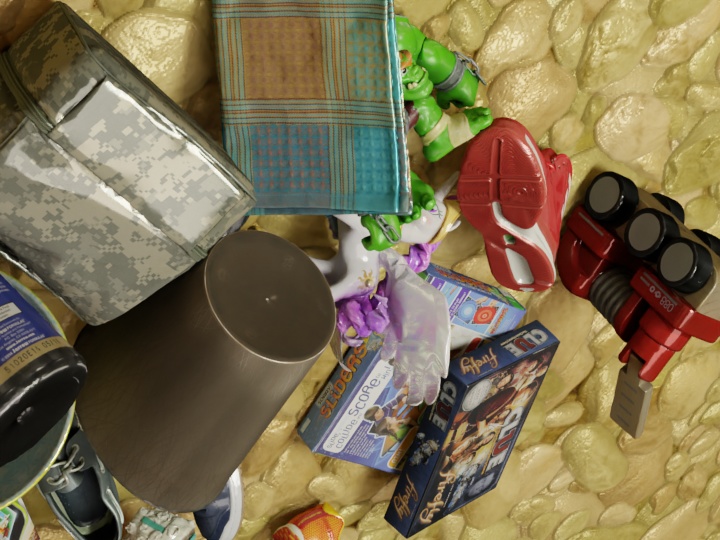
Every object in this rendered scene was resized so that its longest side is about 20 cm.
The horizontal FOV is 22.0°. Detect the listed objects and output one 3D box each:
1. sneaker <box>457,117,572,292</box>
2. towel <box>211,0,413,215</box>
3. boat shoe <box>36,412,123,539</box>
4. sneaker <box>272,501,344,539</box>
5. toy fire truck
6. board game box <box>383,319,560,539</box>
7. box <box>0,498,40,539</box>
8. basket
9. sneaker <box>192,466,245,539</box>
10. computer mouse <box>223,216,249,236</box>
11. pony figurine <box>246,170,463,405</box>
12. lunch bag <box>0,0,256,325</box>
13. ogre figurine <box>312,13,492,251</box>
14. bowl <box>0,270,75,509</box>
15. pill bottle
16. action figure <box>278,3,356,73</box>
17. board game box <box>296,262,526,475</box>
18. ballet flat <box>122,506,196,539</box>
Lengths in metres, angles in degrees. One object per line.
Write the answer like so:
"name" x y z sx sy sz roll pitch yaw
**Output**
"sneaker" 0.134 -0.083 1.582 0.078 0.116 0.200 5 142 13
"towel" -0.039 -0.136 1.377 0.147 0.022 0.200 1 107 17
"boat shoe" -0.241 0.159 1.544 0.073 0.062 0.200 -26 133 -14
"sneaker" -0.036 0.311 1.792 0.077 0.073 0.200 -25 137 -29
"toy fire truck" 0.249 0.040 1.696 0.129 0.176 0.200 20 111 -42
"board game box" 0.104 0.150 1.739 0.135 0.035 0.200 -23 143 -42
"box" -0.328 0.214 1.520 0.110 0.035 0.200 -47 142 -31
"basket" -0.116 0.067 1.421 0.136 0.180 0.200 -12 160 -41
"sneaker" -0.161 0.161 1.591 0.108 0.070 0.200 -18 124 -28
"computer mouse" -0.179 -0.052 1.452 0.200 0.034 0.059 1 108 -26
"pony figurine" 0.000 0.000 1.528 0.200 0.166 0.193 8 98 -40
"lunch bag" -0.203 -0.069 1.330 0.168 0.139 0.200 -46 126 2
"ogre figurine" 0.025 -0.120 1.459 0.200 0.098 0.120 -50 118 -18
"bowl" -0.317 0.095 1.399 0.200 0.200 0.108 -27 176 -13
"pill bottle" -0.296 0.037 1.293 0.112 0.200 0.112 -43 167 -13
"action figure" -0.008 -0.203 1.404 0.200 0.118 0.055 -40 119 13
"board game box" 0.047 0.092 1.702 0.135 0.034 0.200 21 109 -42
"ballet flat" -0.187 0.265 1.655 0.072 0.072 0.200 -16 150 -23
